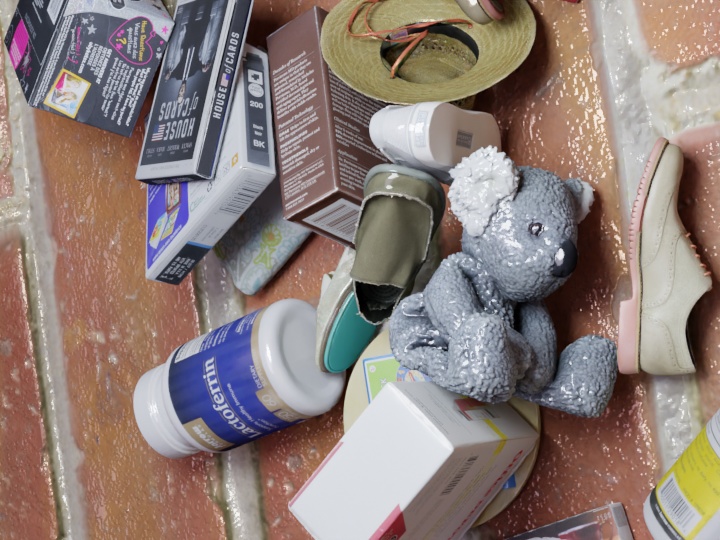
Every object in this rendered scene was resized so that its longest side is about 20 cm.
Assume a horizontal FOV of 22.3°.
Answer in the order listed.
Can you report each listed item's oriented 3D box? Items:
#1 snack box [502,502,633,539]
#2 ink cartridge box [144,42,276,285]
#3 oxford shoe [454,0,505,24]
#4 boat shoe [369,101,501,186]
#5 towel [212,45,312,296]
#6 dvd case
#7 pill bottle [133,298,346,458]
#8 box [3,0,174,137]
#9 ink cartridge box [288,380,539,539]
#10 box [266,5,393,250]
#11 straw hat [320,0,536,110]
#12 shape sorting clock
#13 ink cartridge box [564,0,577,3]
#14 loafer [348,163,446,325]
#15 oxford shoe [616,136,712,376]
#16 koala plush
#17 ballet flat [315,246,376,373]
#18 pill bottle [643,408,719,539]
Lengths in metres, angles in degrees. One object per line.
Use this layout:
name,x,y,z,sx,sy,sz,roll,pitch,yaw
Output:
snack box,0.156,0.269,1.630,0.199,0.024,0.072,-25,77,34
ink cartridge box,-0.147,-0.119,1.743,0.198,0.043,0.201,-45,41,44
oxford shoe,0.062,-0.272,1.652,0.075,0.070,0.200,-42,48,9
boat shoe,0.066,-0.106,1.582,0.068,0.200,0.073,8,93,24
towel,-0.109,-0.104,1.814,0.171,0.048,0.200,-49,63,30
dvd case,-0.154,-0.181,1.718,0.150,0.025,0.201,0,76,62
pill bottle,-0.121,0.111,1.780,0.199,0.115,0.116,-24,76,35
box,-0.274,-0.241,1.844,0.133,0.114,0.200,-65,27,17
ink cartridge box,0.049,0.172,1.562,0.083,0.200,0.145,44,106,21
box,-0.023,-0.131,1.679,0.075,0.100,0.201,-26,56,35
straw hat,0.065,-0.182,1.652,0.200,0.201,0.085,28,145,33
shape sorting clock,0.074,0.139,1.681,0.199,0.039,0.201,0,89,24
ink cartridge box,0.134,-0.316,1.533,0.086,0.199,0.148,37,112,30
loafer,0.030,-0.018,1.595,0.075,0.200,0.070,10,57,4
oxford shoe,0.261,-0.010,1.535,0.073,0.071,0.201,6,98,16
koala plush,0.123,0.001,1.555,0.183,0.177,0.201,20,97,50
ballet flat,0.000,0.000,1.727,0.062,0.067,0.201,33,100,42
pill bottle,0.324,0.150,1.451,0.111,0.111,0.200,48,117,26
